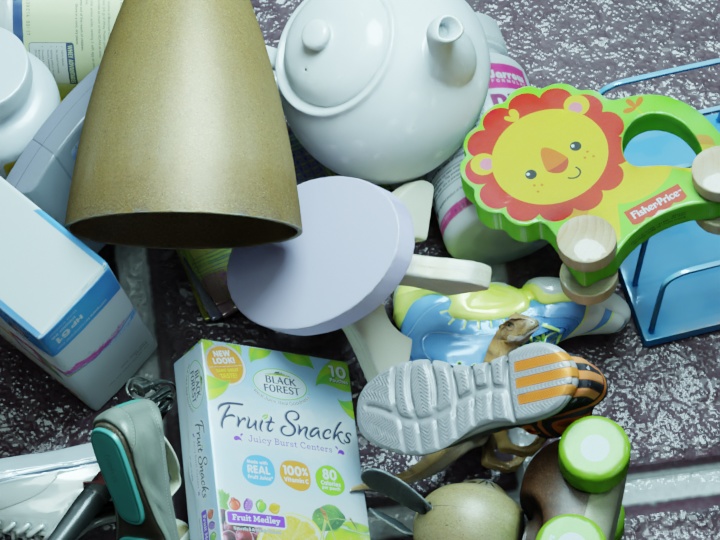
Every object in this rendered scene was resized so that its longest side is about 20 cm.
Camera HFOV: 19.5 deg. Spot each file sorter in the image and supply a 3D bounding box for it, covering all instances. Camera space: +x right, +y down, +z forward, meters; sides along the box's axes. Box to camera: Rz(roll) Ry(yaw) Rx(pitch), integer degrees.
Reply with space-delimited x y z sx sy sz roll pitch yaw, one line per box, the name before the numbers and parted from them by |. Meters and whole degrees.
file sorter | 0.284 -0.063 1.782 0.139 0.123 0.200 -13 63 -7

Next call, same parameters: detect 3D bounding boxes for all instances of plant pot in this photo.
plant pot | -0.139 -0.127 1.653 0.186 0.186 0.200 -1 81 0

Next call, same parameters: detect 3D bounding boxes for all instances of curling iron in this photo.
curling iron | -0.209 0.164 1.652 0.026 0.050 0.200 12 59 42

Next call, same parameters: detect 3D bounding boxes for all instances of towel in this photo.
towel | -0.072 -0.049 1.832 0.200 0.023 0.144 -24 65 -12

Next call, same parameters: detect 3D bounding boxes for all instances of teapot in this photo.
teapot | -0.002 -0.173 1.743 0.200 0.146 0.197 -47 53 17

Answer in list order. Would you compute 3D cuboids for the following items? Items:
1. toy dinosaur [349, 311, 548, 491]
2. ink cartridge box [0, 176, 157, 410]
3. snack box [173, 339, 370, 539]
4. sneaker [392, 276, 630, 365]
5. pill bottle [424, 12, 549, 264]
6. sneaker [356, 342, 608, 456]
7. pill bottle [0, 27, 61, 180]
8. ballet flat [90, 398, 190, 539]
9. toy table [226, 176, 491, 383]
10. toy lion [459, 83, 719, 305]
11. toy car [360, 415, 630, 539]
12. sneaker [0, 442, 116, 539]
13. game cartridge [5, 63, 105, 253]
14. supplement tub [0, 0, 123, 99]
toy dinosaur | 0.090 0.128 1.707 0.106 0.060 0.200 36 85 -2
ink cartridge box | -0.259 0.018 1.697 0.144 0.200 0.085 37 79 18
snack box | -0.069 0.163 1.671 0.142 0.053 0.200 12 57 -32
sneaker | 0.123 0.059 1.756 0.200 0.076 0.105 5 75 11
pill bottle | 0.102 -0.116 1.813 0.113 0.113 0.200 -13 64 -7
sneaker | 0.102 0.109 1.642 0.200 0.112 0.078 -9 74 30
pill bottle | -0.304 -0.121 1.768 0.112 0.200 0.112 0 64 1
ballet flat | -0.160 0.195 1.641 0.067 0.200 0.064 8 26 41
toy table | 0.000 0.000 1.705 0.200 0.117 0.184 8 80 50
toy lion | 0.190 -0.082 1.699 0.200 0.069 0.192 -26 58 -8
toy car | 0.101 0.191 1.633 0.200 0.164 0.158 12 63 11
sneaker | -0.259 0.189 1.681 0.200 0.073 0.071 -15 60 -8
game cartridge | -0.202 -0.111 1.756 0.042 0.133 0.200 35 75 30
supplement tub | -0.219 -0.223 1.852 0.200 0.145 0.145 0 63 0
